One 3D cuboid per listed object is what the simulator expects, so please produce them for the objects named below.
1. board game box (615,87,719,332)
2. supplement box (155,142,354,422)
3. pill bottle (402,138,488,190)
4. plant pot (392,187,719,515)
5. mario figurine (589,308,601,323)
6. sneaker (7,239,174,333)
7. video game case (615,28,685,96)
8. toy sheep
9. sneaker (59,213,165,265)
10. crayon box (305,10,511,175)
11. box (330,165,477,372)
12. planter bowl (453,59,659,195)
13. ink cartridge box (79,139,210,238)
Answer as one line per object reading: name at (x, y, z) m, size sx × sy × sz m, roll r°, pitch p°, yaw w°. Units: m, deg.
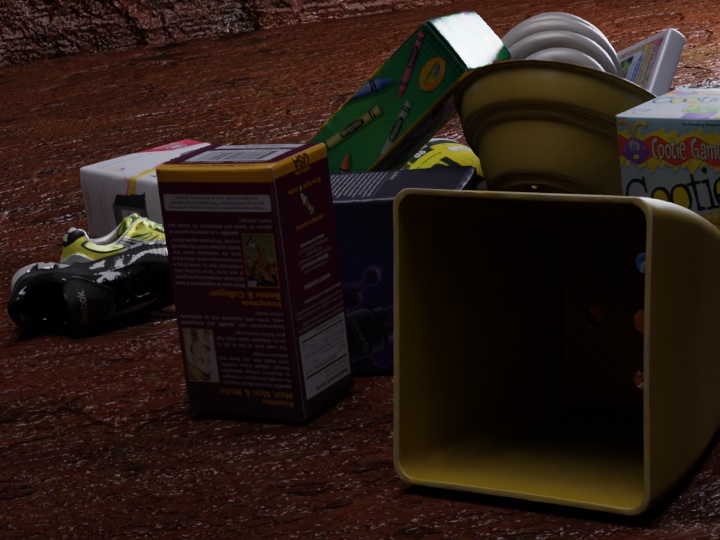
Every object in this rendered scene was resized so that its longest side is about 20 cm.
board game box at (0.271, -0.030, 1.602) m, size 0.104 × 0.202 × 0.103 m, roll 4°, pitch 18°, yaw 39°
supplement box at (-0.080, 0.007, 1.629) m, size 0.110 × 0.202 × 0.086 m, roll 2°, pitch 16°, yaw 30°
pill bottle at (0.106, -0.041, 1.876) m, size 0.113 × 0.115 × 0.200 m, roll -13°, pitch 22°, yaw -22°
plant pot at (0.152, 0.042, 1.434) m, size 0.199 × 0.202 × 0.176 m, roll 4°, pitch 7°, yaw 36°
mario figurine at (0.243, 0.015, 1.745) m, size 0.123 × 0.107 × 0.199 m, roll -38°, pitch -14°, yaw 31°
sneaker at (-0.237, 0.021, 1.931) m, size 0.198 × 0.067 × 0.091 m, roll -9°, pitch 17°, yaw 10°
video game case at (0.211, -0.108, 1.904) m, size 0.024 × 0.201 × 0.182 m, roll 28°, pitch -20°, yaw -20°
toy sheep at (0.169, -0.158, 1.851) m, size 0.137 × 0.139 × 0.200 m, roll -7°, pitch 29°, yaw 2°
sneaker at (-0.194, -0.018, 2.025) m, size 0.198 × 0.077 × 0.075 m, roll -12°, pitch 14°, yaw -22°
crayon box at (0.029, -0.131, 1.797) m, size 0.200 × 0.058 × 0.119 m, roll -45°, pitch -7°, yaw 23°
box at (0.000, 0.000, 1.723) m, size 0.198 × 0.149 × 0.104 m, roll -4°, pitch 15°, yaw 14°
planter bowl at (0.164, -0.085, 1.708) m, size 0.199 × 0.084 × 0.201 m, roll 13°, pitch -23°, yaw 6°
ink cartridge box at (-0.187, -0.078, 2.232) m, size 0.147 × 0.086 × 0.199 m, roll -17°, pitch 16°, yaw -34°
